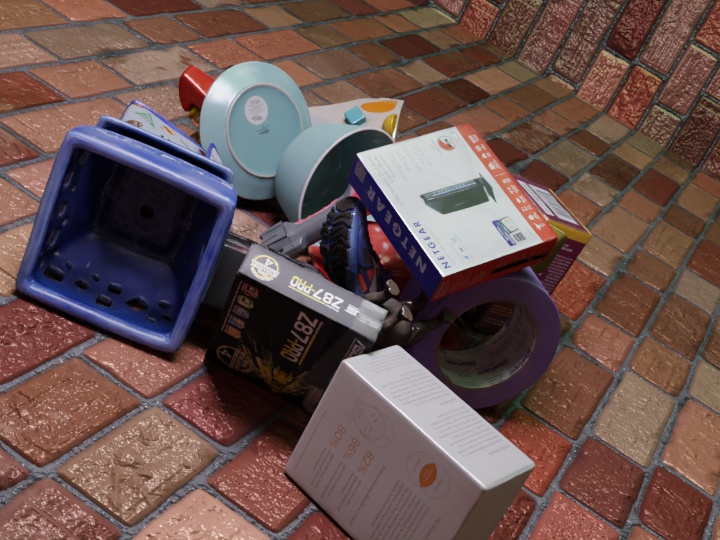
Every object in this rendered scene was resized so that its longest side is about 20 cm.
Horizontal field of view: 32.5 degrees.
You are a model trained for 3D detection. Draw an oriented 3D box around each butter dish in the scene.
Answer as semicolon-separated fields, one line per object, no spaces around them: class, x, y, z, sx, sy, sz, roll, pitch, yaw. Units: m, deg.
butter dish;0.052;-0.006;1.691;0.199;0.148;0.200;17;26;-24

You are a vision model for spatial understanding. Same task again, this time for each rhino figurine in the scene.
rhino figurine;0.017;0.054;1.416;0.199;0.087;0.060;9;54;-51

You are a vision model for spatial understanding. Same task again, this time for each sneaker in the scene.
sneaker;0.000;0.000;1.564;0.078;0.201;0.075;-17;25;-30

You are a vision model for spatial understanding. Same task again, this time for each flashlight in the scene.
flashlight;-0.043;-0.078;1.685;0.068;0.199;0.068;62;5;13

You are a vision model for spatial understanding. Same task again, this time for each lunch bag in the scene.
lunch bag;-0.251;-0.111;1.620;0.200;0.124;0.170;36;21;-16

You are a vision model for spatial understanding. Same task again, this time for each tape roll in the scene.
tape roll;0.147;0.072;1.569;0.199;0.201;0.085;16;25;-26

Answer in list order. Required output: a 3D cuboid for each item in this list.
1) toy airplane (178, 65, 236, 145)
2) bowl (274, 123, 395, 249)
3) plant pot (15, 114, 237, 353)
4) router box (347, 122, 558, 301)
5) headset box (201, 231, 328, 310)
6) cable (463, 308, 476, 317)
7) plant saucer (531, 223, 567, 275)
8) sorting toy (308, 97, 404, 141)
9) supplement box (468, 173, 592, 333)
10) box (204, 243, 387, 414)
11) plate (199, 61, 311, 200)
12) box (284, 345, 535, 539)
toy airplane;-0.196;-0.194;1.852;0.200;0.141;0.200;9;67;-53
bowl;-0.048;-0.132;1.795;0.105;0.202;0.200;32;22;35
plant pot;-0.256;-0.054;1.408;0.199;0.201;0.180;22;18;-8
router box;0.111;-0.075;1.493;0.179;0.049;0.200;-19;61;-30
headset box;-0.115;0.018;1.479;0.148;0.078;0.200;22;6;-13
cable;0.104;-0.012;1.829;0.050;0.097;0.200;-38;50;-21
plant saucer;0.166;-0.052;1.657;0.199;0.048;0.200;30;-11;6
sorting toy;-0.034;-0.178;1.917;0.179;0.201;0.107;6;1;7
supplement box;0.228;-0.021;1.838;0.103;0.201;0.131;15;26;-36
box;-0.075;0.071;1.343;0.161;0.200;0.049;26;54;-3
plate;-0.143;-0.202;1.787;0.199;0.201;0.026;7;-1;-39
box;0.047;0.201;1.259;0.200;0.153;0.106;40;26;25
